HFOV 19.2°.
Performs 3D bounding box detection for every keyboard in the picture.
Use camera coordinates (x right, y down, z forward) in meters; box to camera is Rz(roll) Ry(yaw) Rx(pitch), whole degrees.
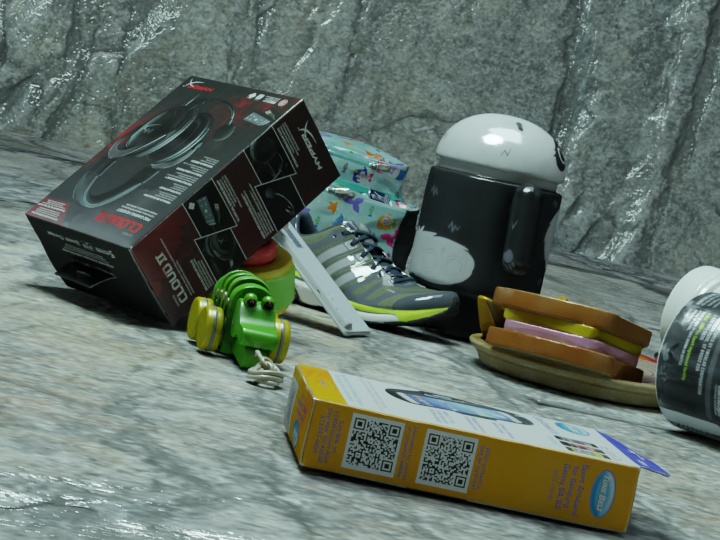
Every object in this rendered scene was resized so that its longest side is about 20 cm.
[{"bbox_3d":[-0.060,-0.026,1.752,0.200,0.011,0.056,53,11,14],"label":"keyboard"}]

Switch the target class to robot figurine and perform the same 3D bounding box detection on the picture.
[{"bbox_3d":[0.115,-0.039,1.903,0.150,0.202,0.125,15,4,33],"label":"robot figurine"}]

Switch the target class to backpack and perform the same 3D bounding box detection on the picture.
[{"bbox_3d":[-0.048,-0.074,2.305,0.199,0.152,0.177,6,7,-17],"label":"backpack"}]

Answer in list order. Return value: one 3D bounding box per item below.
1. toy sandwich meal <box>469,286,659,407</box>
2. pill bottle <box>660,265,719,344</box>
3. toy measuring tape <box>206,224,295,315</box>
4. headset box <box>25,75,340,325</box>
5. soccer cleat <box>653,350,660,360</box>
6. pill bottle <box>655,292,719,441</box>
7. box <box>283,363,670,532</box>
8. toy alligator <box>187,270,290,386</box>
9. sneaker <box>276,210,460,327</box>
[{"bbox_3d":[0.178,0.057,1.732,0.204,0.071,0.205,13,5,-1],"label":"toy sandwich meal"},{"bbox_3d":[0.335,0.066,1.674,0.112,0.114,0.199,8,12,-43],"label":"pill bottle"},{"bbox_3d":[-0.070,-0.006,1.632,0.073,0.074,0.200,14,25,15],"label":"toy measuring tape"},{"bbox_3d":[-0.139,-0.050,1.579,0.200,0.078,0.148,-41,33,-24],"label":"headset box"},{"bbox_3d":[0.318,0.089,1.847,0.070,0.087,0.200,-27,-2,-19],"label":"soccer cleat"},{"bbox_3d":[0.319,0.087,1.529,0.199,0.107,0.106,17,6,41],"label":"pill bottle"},{"bbox_3d":[0.061,0.096,1.141,0.199,0.042,0.119,15,4,-7],"label":"box"},{"bbox_3d":[-0.075,0.033,1.428,0.059,0.055,0.200,11,5,-15],"label":"toy alligator"},{"bbox_3d":[0.000,0.000,1.867,0.199,0.082,0.074,15,6,29],"label":"sneaker"}]
